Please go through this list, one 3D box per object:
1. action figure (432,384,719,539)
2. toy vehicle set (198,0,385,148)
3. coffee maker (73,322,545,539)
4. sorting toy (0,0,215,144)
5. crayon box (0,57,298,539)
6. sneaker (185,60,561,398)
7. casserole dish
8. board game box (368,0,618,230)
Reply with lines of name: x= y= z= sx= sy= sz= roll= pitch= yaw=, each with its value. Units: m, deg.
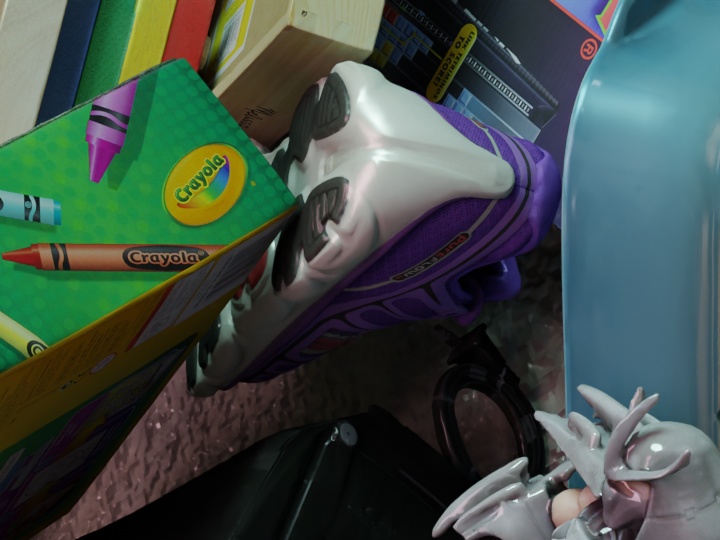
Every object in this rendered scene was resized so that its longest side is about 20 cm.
action figure: x=0.055 y=0.115 z=0.666 sx=0.130 sy=0.069 sz=0.200 roll=-105 pitch=19 yaw=-58
toy vehicle set: x=-0.024 y=-0.102 z=0.889 sx=0.200 sy=0.027 sz=0.124 roll=147 pitch=138 yaw=-70
coffee maker: x=-0.049 y=0.133 z=0.861 sx=0.200 sy=0.192 sz=0.135 roll=-27 pitch=95 yaw=42
sorting toy: x=-0.092 y=-0.096 z=0.944 sx=0.200 sy=0.070 sz=0.199 roll=146 pitch=139 yaw=-70
crayon box: x=-0.111 y=0.034 z=0.815 sx=0.058 sy=0.119 sz=0.200 roll=51 pitch=140 yaw=10
sneaker: x=0.000 y=0.000 z=0.850 sx=0.200 sy=0.083 sz=0.081 roll=153 pitch=128 yaw=-68
casserole dish: x=0.091 y=0.020 z=0.742 sx=0.039 sy=0.121 sz=0.200 roll=7 pitch=113 yaw=24
board game box: x=0.091 y=-0.119 z=0.845 sx=0.165 sy=0.057 sz=0.200 roll=45 pitch=110 yaw=43
